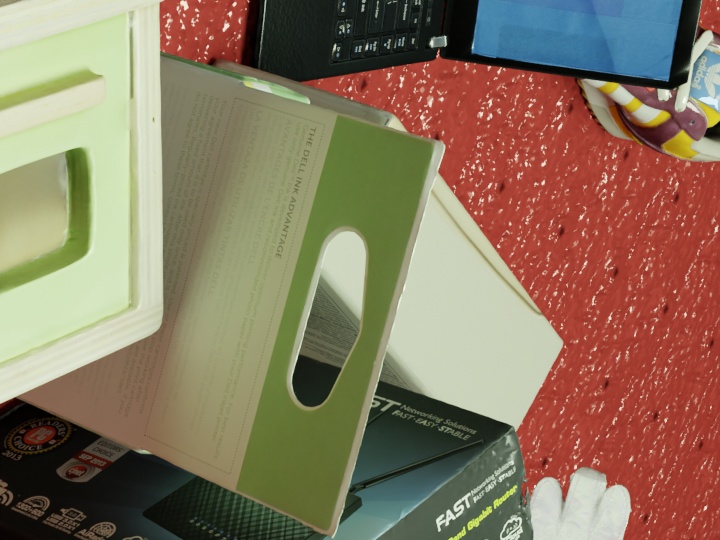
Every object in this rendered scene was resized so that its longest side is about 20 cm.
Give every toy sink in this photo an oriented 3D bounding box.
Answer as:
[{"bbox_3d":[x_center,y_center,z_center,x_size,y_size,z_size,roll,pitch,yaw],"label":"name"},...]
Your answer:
[{"bbox_3d":[-0.145,-0.062,0.784,0.130,0.112,0.201,-24,125,-45],"label":"toy sink"}]

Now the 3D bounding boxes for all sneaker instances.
[{"bbox_3d":[0.141,-0.113,1.146,0.200,0.090,0.075,31,82,-54],"label":"sneaker"}]

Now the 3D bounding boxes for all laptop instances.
[{"bbox_3d":[0.061,-0.163,1.008,0.200,0.103,0.178,-14,118,-48],"label":"laptop"}]

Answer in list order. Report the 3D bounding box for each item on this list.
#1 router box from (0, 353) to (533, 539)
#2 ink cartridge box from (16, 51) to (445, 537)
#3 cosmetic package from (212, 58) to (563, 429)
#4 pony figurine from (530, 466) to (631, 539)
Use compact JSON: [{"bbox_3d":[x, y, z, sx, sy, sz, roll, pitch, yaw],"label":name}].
[{"bbox_3d":[-0.055,0.096,0.902,0.150,0.200,0.062,-34,127,-38],"label":"router box"},{"bbox_3d":[-0.052,0.000,0.859,0.048,0.200,0.146,9,98,-53],"label":"ink cartridge box"},{"bbox_3d":[0.000,0.000,1.012,0.073,0.103,0.200,-59,144,-14],"label":"cosmetic package"},{"bbox_3d":[0.019,0.168,1.048,0.166,0.200,0.194,13,86,-10],"label":"pony figurine"}]
